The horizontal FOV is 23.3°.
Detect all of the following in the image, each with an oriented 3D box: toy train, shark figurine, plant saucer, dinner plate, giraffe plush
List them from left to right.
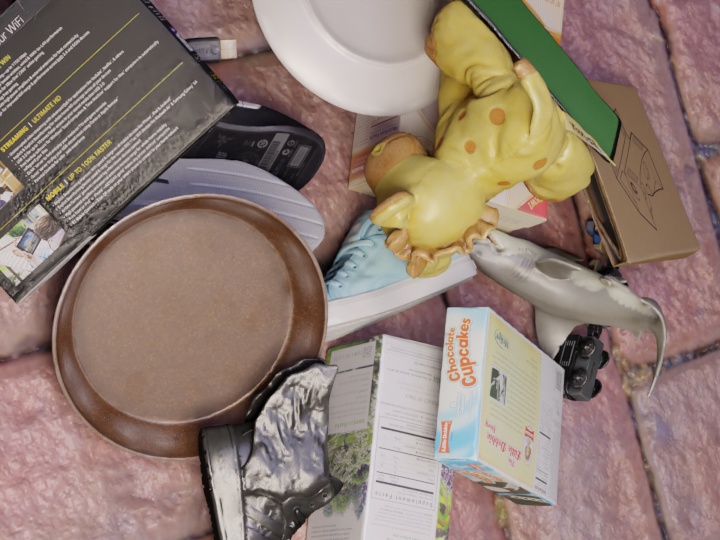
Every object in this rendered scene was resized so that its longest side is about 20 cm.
[{"bbox_3d":[-0.121,0.037,1.230,0.200,0.034,0.201,-7,112,-18],"label":"plant saucer"},{"bbox_3d":[0.009,-0.218,1.347,0.200,0.024,0.201,7,75,-27],"label":"dinner plate"},{"bbox_3d":[0.075,-0.075,1.291,0.162,0.200,0.173,-41,121,2],"label":"giraffe plush"},{"bbox_3d":[0.180,0.038,1.422,0.128,0.214,0.090,9,105,-53],"label":"shark figurine"},{"bbox_3d":[0.202,0.019,1.495,0.034,0.046,0.201,38,61,-41],"label":"toy train"}]

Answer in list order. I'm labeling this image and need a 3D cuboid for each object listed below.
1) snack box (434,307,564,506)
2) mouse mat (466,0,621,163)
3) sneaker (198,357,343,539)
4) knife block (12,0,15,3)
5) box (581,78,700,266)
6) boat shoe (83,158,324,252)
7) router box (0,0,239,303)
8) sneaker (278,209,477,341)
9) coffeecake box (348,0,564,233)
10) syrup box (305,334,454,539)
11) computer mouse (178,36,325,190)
[{"bbox_3d":[0.112,0.110,1.356,0.200,0.037,0.117,37,55,-61],"label":"snack box"},{"bbox_3d":[0.136,-0.174,1.356,0.200,0.008,0.161,50,20,-6],"label":"mouse mat"},{"bbox_3d":[-0.056,0.168,1.243,0.104,0.060,0.201,-10,97,-13],"label":"sneaker"},{"bbox_3d":[-0.219,-0.227,1.249,0.176,0.064,0.200,-42,104,-34],"label":"knife block"},{"bbox_3d":[0.225,-0.084,1.480,0.200,0.021,0.164,-5,73,-64],"label":"box"},{"bbox_3d":[-0.126,-0.039,1.272,0.199,0.071,0.072,12,47,-25],"label":"boat shoe"},{"bbox_3d":[-0.203,-0.100,1.164,0.200,0.051,0.149,-41,96,4],"label":"router box"},{"bbox_3d":[0.000,0.000,1.352,0.200,0.074,0.082,-20,82,-43],"label":"sneaker"},{"bbox_3d":[0.081,-0.147,1.431,0.153,0.073,0.201,16,72,-31],"label":"coffeecake box"},{"bbox_3d":[0.017,0.156,1.317,0.081,0.079,0.201,15,71,-31],"label":"syrup box"},{"bbox_3d":[-0.107,-0.119,1.273,0.199,0.141,0.046,1,44,-31],"label":"computer mouse"}]
